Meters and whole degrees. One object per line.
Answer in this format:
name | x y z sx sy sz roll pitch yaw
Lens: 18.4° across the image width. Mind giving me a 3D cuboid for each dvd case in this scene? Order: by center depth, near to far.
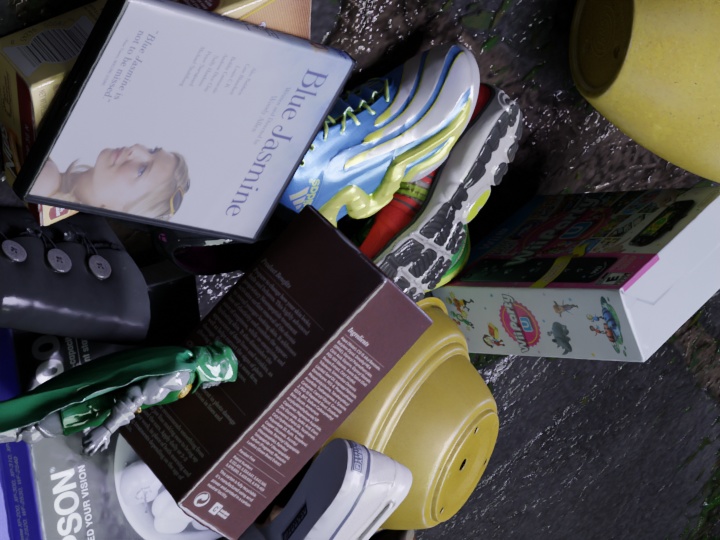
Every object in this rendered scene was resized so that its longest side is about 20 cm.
dvd case | -0.105 -0.090 1.363 0.199 0.018 0.143 10 116 -47

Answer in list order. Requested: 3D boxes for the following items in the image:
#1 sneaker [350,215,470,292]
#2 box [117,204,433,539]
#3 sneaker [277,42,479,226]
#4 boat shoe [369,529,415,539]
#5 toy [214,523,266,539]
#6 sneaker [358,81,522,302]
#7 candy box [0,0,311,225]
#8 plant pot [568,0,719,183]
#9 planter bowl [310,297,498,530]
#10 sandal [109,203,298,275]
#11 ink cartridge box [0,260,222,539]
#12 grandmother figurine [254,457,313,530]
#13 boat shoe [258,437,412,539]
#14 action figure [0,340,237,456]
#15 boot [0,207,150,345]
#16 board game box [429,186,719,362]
sneaker | 0.000 0.000 1.644 0.200 0.074 0.084 -35 151 -28
box | -0.059 0.067 1.467 0.200 0.100 0.075 -48 138 2
sneaker | -0.007 -0.089 1.524 0.200 0.076 0.105 -46 147 8
boat shoe | 0.019 0.244 1.654 0.075 0.074 0.200 -27 -175 5
toy | -0.135 0.207 1.619 0.115 0.200 0.047 -34 126 -9
sneaker | 0.036 -0.052 1.593 0.200 0.085 0.077 -54 151 -11
candy box | -0.126 -0.119 1.380 0.199 0.055 0.116 -25 142 -24
plant pot | 0.236 -0.167 1.616 0.141 0.201 0.201 7 127 -21
planter bowl | 0.046 0.128 1.642 0.201 0.083 0.201 -51 157 -31
sandal | -0.088 -0.022 1.486 0.200 0.048 0.075 22 136 -33
ink cartridge box | -0.192 0.113 1.506 0.199 0.043 0.200 -16 110 -30
grandmother figurine | -0.052 0.156 1.641 0.121 0.060 0.201 -53 156 -35
boat shoe | -0.029 0.198 1.574 0.069 0.071 0.200 19 124 -24
action figure | -0.173 0.085 1.411 0.199 0.055 0.118 -18 -173 -8
boot | -0.211 0.030 1.374 0.065 0.166 0.199 -32 155 29
board game box | 0.172 0.001 1.680 0.147 0.199 0.065 -39 114 -35
